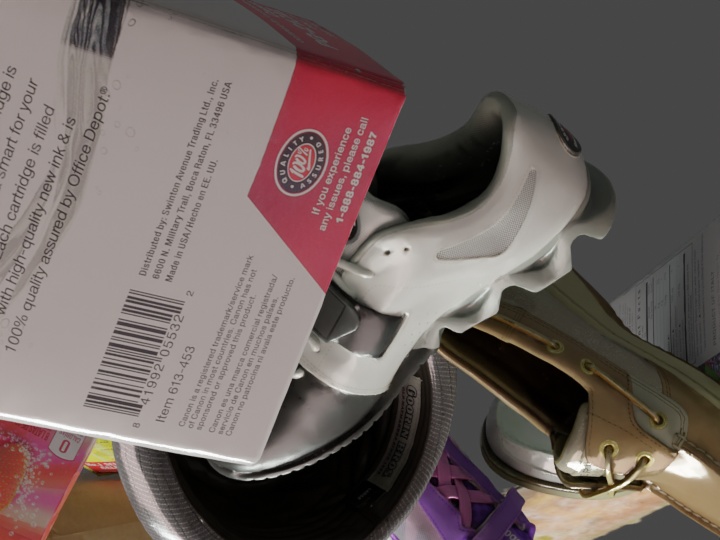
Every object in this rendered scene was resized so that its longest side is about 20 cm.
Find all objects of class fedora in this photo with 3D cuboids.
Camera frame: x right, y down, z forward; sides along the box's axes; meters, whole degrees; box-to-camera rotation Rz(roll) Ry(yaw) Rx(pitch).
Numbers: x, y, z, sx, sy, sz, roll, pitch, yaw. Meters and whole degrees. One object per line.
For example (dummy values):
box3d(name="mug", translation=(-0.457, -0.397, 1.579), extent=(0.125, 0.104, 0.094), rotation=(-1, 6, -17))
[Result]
box3d(name="fedora", translation=(-0.047, 0.046, 0.910), extent=(0.090, 0.177, 0.200), rotation=(27, 161, 50))

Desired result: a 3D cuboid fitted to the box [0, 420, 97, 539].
box3d(name="box", translation=(-0.227, 0.068, 0.886), extent=(0.199, 0.095, 0.103), rotation=(29, 169, -7))

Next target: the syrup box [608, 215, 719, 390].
box3d(name="syrup box", translation=(0.175, 0.037, 0.939), extent=(0.078, 0.082, 0.200), rotation=(8, 157, -16))

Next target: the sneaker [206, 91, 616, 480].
box3d(name="sneaker", translation=(0.000, 0.000, 0.797), extent=(0.200, 0.074, 0.089), rotation=(-40, 135, 6))

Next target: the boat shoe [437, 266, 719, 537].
box3d(name="boat shoe", translation=(0.108, 0.065, 0.879), extent=(0.200, 0.066, 0.074), rotation=(39, 151, 12))

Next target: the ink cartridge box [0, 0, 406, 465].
box3d(name="ink cartridge box", translation=(-0.107, -0.031, 0.650), extent=(0.199, 0.146, 0.084), rotation=(14, -165, -32))

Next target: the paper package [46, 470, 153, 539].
box3d(name="paper package", translation=(-0.068, 0.166, 1.190), extent=(0.198, 0.104, 0.191), rotation=(-3, 179, 8))

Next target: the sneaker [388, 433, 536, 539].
box3d(name="sneaker", translation=(0.048, 0.127, 1.065), extent=(0.088, 0.080, 0.201), rotation=(3, 126, 50))

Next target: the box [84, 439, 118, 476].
box3d(name="box", translation=(-0.149, 0.057, 1.037), extent=(0.075, 0.051, 0.200), rotation=(-6, 159, 17))

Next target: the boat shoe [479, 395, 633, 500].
box3d(name="boat shoe", translation=(0.165, 0.079, 1.078), extent=(0.198, 0.075, 0.069), rotation=(0, 148, -4))
